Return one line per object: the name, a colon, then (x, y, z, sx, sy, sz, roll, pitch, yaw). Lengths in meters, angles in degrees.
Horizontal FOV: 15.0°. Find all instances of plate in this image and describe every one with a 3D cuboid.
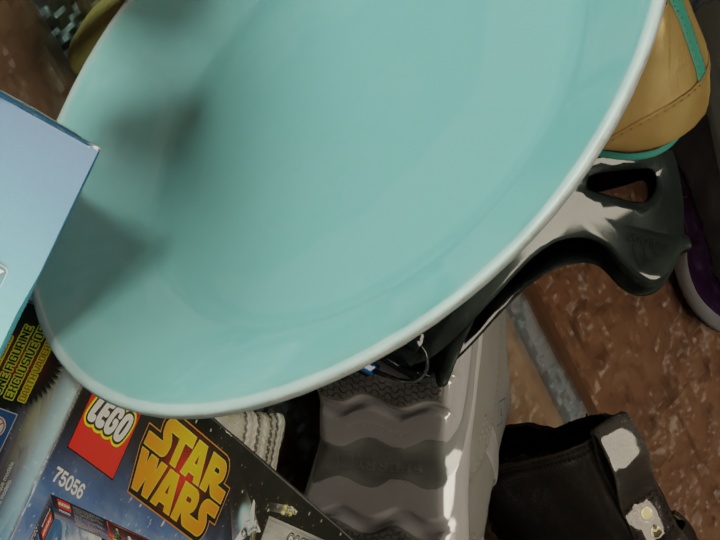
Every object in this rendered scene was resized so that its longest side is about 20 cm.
plate: (-0.001, -0.044, 0.689, 0.026, 0.199, 0.201, 43, 72, -39)

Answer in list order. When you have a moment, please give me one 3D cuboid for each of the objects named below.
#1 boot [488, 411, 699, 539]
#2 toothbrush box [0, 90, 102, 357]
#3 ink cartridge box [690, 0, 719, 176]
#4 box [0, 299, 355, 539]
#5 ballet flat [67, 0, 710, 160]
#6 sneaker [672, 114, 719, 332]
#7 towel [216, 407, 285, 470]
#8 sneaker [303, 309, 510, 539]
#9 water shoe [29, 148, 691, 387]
boot: (0.092, 0.130, 0.957, 0.069, 0.200, 0.175, -33, 88, -25)
toothbrush box: (-0.179, 0.024, 0.682, 0.146, 0.085, 0.201, 28, 79, -20)
ink cartridge box: (0.199, -0.111, 0.912, 0.145, 0.144, 0.201, 22, 49, -42)
box: (-0.072, 0.108, 0.775, 0.138, 0.040, 0.200, -65, 152, -14)
ballet flat: (0.003, -0.077, 0.775, 0.069, 0.199, 0.063, -63, 151, -43)
sneaker: (0.141, -0.058, 0.967, 0.074, 0.087, 0.201, -44, 125, -25)
towel: (-0.115, 0.115, 0.819, 0.199, 0.034, 0.194, 17, 88, -42)
sneaker: (0.022, 0.072, 0.903, 0.082, 0.074, 0.201, -19, 124, -59)
water shoe: (0.000, 0.000, 0.807, 0.199, 0.072, 0.079, -19, 82, 3)
